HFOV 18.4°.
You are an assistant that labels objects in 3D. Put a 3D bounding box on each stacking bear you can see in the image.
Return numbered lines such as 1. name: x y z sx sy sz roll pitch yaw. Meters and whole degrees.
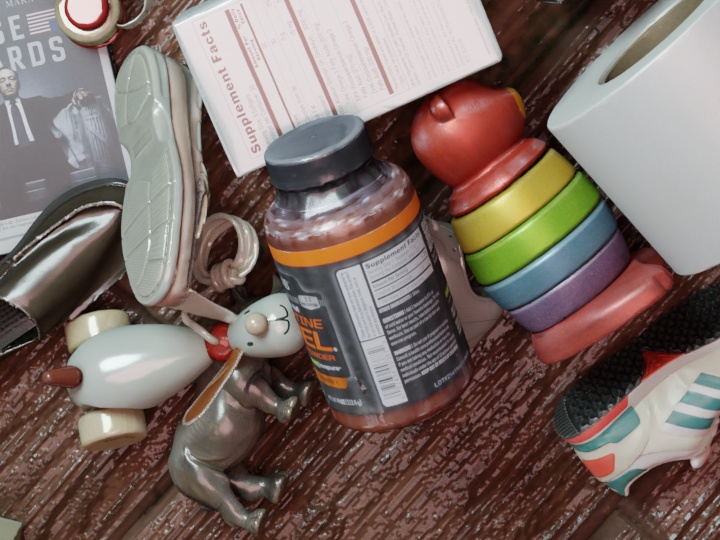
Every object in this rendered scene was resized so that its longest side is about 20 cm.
1. stacking bear: 0.113 -0.046 1.547 0.113 0.121 0.200 -36 96 8

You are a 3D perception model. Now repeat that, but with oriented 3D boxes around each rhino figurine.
1. rhino figurine: -0.081 0.083 1.601 0.087 0.060 0.201 18 96 13

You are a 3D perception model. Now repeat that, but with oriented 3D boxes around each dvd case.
1. dvd case: -0.244 -0.117 1.587 0.149 0.025 0.201 -13 99 0

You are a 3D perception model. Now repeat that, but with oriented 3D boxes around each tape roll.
1. tape roll: 0.245 -0.114 1.506 0.203 0.203 0.139 -43 97 5

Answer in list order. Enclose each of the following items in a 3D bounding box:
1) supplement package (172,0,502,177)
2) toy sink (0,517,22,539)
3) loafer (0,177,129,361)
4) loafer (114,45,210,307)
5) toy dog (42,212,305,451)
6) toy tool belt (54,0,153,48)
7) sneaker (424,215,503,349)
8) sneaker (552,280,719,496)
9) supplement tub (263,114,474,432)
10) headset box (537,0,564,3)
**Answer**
1. supplement package: -0.017 -0.162 1.537 0.199 0.117 0.118 -23 101 3
2. toy sink: -0.333 0.273 1.601 0.129 0.112 0.201 15 98 -3
3. loafer: -0.222 0.015 1.569 0.200 0.071 0.073 -39 116 14
4. loafer: -0.126 -0.064 1.531 0.063 0.201 0.072 14 144 -34
5. toy dog: -0.142 0.055 1.546 0.200 0.096 0.132 -41 70 21
6. toy tool belt: -0.218 -0.251 1.501 0.124 0.123 0.201 -21 87 0
7. sneaker: 0.024 -0.020 1.590 0.092 0.076 0.200 -41 105 -3
8. sneaker: 0.241 0.087 1.615 0.199 0.070 0.094 -35 116 2
9. supplement tub: 0.000 0.000 1.487 0.106 0.107 0.201 -19 112 2
10. headset box: 0.140 -0.303 1.524 0.200 0.093 0.174 -42 98 2
